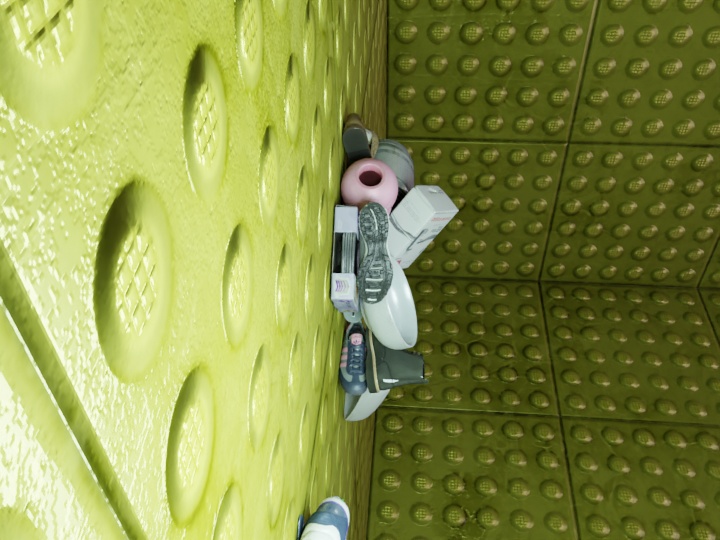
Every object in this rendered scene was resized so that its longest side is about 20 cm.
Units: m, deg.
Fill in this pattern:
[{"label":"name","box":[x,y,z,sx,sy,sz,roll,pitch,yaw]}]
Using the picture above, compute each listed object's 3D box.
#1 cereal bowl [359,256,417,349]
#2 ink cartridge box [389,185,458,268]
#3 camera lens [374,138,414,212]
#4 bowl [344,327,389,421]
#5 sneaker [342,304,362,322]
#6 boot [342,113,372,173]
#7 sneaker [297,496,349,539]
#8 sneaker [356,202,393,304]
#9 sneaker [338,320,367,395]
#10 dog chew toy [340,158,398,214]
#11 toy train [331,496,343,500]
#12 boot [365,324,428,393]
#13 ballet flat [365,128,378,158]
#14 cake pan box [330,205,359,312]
[{"label":"cereal bowl","box":[0.053,0.076,1.472,0.200,0.082,0.205,-17,91,-72]},{"label":"ink cartridge box","box":[0.116,-0.096,1.570,0.201,0.085,0.145,-51,161,25]},{"label":"camera lens","box":[0.055,-0.211,1.682,0.203,0.156,0.163,-84,174,-48]},{"label":"bowl","box":[0.023,0.258,1.669,0.201,0.073,0.203,119,-18,-49]},{"label":"sneaker","box":[-0.013,0.014,1.547,0.071,0.071,0.205,-104,-157,-72]},{"label":"boot","box":[-0.003,-0.253,1.494,0.203,0.072,0.077,84,2,-47]},{"label":"sneaker","box":[-0.063,0.464,1.023,0.146,0.078,0.205,-42,138,-73]},{"label":"sneaker","box":[0.029,-0.035,1.358,0.079,0.072,0.206,-97,-171,-82]},{"label":"sneaker","box":[-0.015,0.194,1.546,0.202,0.068,0.084,-96,-171,-57]},{"label":"dog chew toy","box":[0.017,-0.153,1.470,0.201,0.121,0.127,93,1,-66]},{"label":"toy train","box":[-0.057,0.544,1.343,0.203,0.041,0.057,-84,164,-45]},{"label":"boot","box":[0.082,0.179,1.534,0.078,0.135,0.204,70,15,-56]},{"label":"ballet flat","box":[0.005,-0.293,1.611,0.066,0.069,0.203,68,17,-44]},{"label":"cake pan box","box":[-0.027,-0.019,1.386,0.200,0.051,0.189,74,17,-78]}]
